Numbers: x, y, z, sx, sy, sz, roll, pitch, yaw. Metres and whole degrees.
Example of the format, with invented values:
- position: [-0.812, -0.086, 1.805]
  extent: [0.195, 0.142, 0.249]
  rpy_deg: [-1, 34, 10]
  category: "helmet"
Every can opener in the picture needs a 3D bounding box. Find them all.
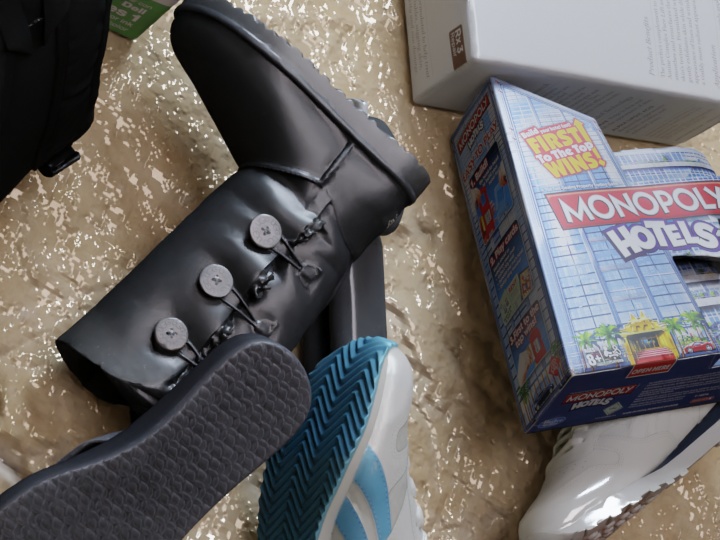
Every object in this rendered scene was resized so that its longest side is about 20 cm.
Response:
- position: [0.000, 0.000, 1.379]
  extent: [0.066, 0.053, 0.200]
  rpy_deg: [13, 65, -28]
  category: "can opener"

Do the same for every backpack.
- position: [-0.211, -0.108, 1.190]
  extent: [0.147, 0.200, 0.183]
  rpy_deg: [37, 54, 8]
  category: "backpack"

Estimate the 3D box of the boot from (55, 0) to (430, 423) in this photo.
- position: [-0.086, -0.023, 1.314]
  extent: [0.165, 0.066, 0.200]
  rpy_deg: [39, 74, 4]
  category: "boot"

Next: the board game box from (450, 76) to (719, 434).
- position: [0.143, -0.018, 1.439]
  extent: [0.200, 0.062, 0.200]
  rpy_deg: [-7, 58, -33]
  category: "board game box"

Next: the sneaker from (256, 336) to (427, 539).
- position: [-0.002, 0.133, 1.297]
  extent: [0.081, 0.076, 0.200]
  rpy_deg: [12, 88, -32]
  category: "sneaker"

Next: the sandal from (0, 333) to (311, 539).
- position: [-0.111, 0.105, 1.246]
  extent: [0.200, 0.043, 0.076]
  rpy_deg: [-34, 111, -16]
  category: "sandal"

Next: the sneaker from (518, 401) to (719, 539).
- position: [0.141, 0.096, 1.432]
  extent: [0.081, 0.076, 0.200]
  rpy_deg: [51, 46, 5]
  category: "sneaker"

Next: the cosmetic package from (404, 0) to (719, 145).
- position: [0.125, -0.141, 1.509]
  extent: [0.200, 0.074, 0.102]
  rpy_deg: [7, 67, -29]
  category: "cosmetic package"

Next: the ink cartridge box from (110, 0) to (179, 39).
- position: [-0.089, -0.230, 1.320]
  extent: [0.084, 0.200, 0.145]
  rpy_deg: [26, 59, -23]
  category: "ink cartridge box"
